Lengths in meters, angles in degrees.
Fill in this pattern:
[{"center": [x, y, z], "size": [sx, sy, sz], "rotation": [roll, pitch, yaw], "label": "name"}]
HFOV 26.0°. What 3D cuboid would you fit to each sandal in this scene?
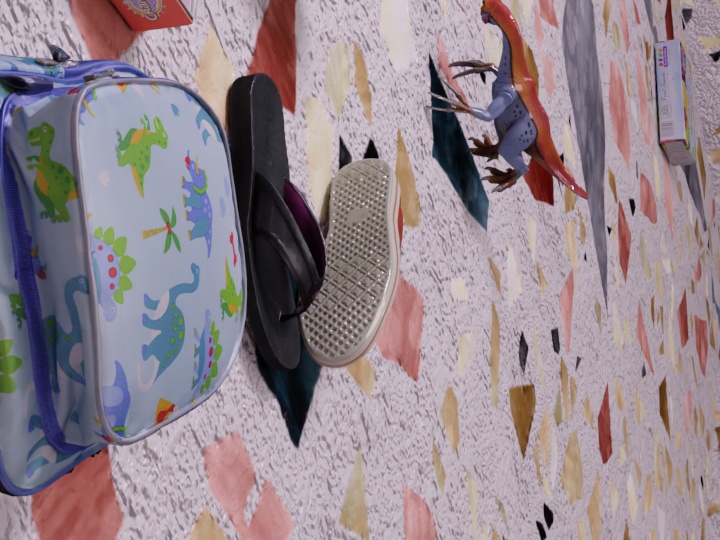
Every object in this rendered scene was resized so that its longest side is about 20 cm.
[{"center": [-0.053, -0.033, 1.046], "size": [0.075, 0.048, 0.202], "rotation": [-3, 87, -70], "label": "sandal"}]

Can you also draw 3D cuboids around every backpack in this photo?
[{"center": [-0.131, -0.006, 0.677], "size": [0.200, 0.146, 0.185], "rotation": [-36, 121, -71], "label": "backpack"}]

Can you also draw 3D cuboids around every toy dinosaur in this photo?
[{"center": [0.151, -0.176, 1.527], "size": [0.105, 0.198, 0.182], "rotation": [-97, -161, -45], "label": "toy dinosaur"}]

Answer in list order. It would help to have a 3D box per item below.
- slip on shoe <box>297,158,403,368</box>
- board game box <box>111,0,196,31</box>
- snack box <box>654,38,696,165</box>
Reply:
[{"center": [0.000, 0.000, 1.161], "size": [0.201, 0.073, 0.061], "rotation": [-81, 159, -47], "label": "slip on shoe"}, {"center": [-0.131, -0.264, 0.897], "size": [0.153, 0.040, 0.201], "rotation": [55, 35, -55], "label": "board game box"}, {"center": [0.591, -0.312, 2.921], "size": [0.142, 0.053, 0.202], "rotation": [37, 50, -66], "label": "snack box"}]
